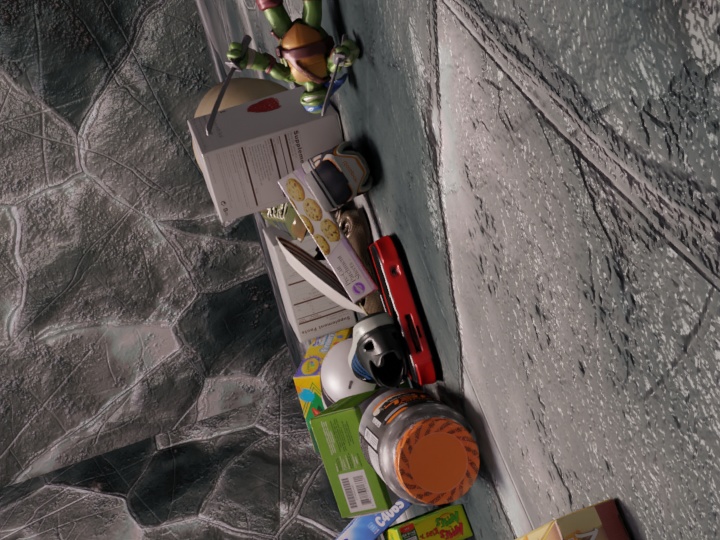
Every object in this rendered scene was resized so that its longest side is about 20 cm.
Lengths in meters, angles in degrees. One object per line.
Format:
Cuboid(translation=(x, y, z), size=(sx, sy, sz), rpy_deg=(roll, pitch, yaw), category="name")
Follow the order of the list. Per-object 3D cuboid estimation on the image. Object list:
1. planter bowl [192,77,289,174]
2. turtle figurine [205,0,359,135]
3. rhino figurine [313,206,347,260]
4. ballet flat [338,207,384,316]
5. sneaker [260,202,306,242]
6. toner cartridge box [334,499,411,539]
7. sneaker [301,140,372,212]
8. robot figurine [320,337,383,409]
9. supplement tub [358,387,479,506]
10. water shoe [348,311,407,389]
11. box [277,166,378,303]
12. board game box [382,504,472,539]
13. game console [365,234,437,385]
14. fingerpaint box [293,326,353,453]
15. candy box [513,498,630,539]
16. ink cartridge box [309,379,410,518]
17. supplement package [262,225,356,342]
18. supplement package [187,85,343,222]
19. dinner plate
Cuboid(translation=(-0.151, -0.216, 1.504), size=(0.135, 0.200, 0.200), rpy_deg=(7, 117, 50), category="planter bowl")
Cuboid(translation=(-0.080, -0.271, 1.074), size=(0.144, 0.200, 0.194), rpy_deg=(3, 111, 43), category="turtle figurine")
Cuboid(translation=(-0.045, -0.072, 1.452), size=(0.200, 0.060, 0.088), rpy_deg=(130, 140, -79), category="rhino figurine")
Cuboid(translation=(0.000, 0.000, 1.385), size=(0.067, 0.046, 0.200), rpy_deg=(-121, 16, -57), category="ballet flat")
Cuboid(translation=(-0.121, -0.091, 1.471), size=(0.200, 0.090, 0.067), rpy_deg=(-137, 68, -85), category="sneaker")
Cuboid(translation=(0.032, 0.377, 1.451), size=(0.043, 0.095, 0.200), rpy_deg=(44, 124, 9), category="toner cartridge box")
Cuboid(translation=(-0.028, -0.125, 1.231), size=(0.078, 0.079, 0.200), rpy_deg=(56, -177, -13), category="sneaker")
Cuboid(translation=(-0.003, 0.189, 1.531), size=(0.200, 0.125, 0.150), rpy_deg=(91, 154, -64), category="robot figurine")
Cuboid(translation=(0.072, 0.215, 1.140), size=(0.200, 0.122, 0.123), rpy_deg=(-178, 71, -79), category="supplement tub")
Cuboid(translation=(0.025, 0.129, 1.250), size=(0.200, 0.071, 0.079), rpy_deg=(79, 171, -63), category="water shoe")
Cuboid(translation=(-0.044, -0.049, 1.281), size=(0.200, 0.041, 0.039), rpy_deg=(59, -177, 3), category="box")
Cuboid(translation=(0.096, 0.393, 1.395), size=(0.200, 0.101, 0.048), rpy_deg=(106, 144, -73), category="board game box")
Cuboid(translation=(0.054, 0.054, 1.254), size=(0.177, 0.031, 0.200), rpy_deg=(150, 103, -86), category="game console")
Cuboid(translation=(-0.046, 0.211, 1.725), size=(0.200, 0.073, 0.167), rpy_deg=(-63, -37, -61), category="fingerpaint box")
Cuboid(translation=(0.186, 0.269, 0.786), size=(0.200, 0.055, 0.116), rpy_deg=(96, 155, -68), category="candy box")
Cuboid(translation=(0.023, 0.245, 1.335), size=(0.200, 0.076, 0.148), rpy_deg=(-22, -86, -66), category="ink cartridge box")
Cuboid(translation=(-0.094, 0.012, 1.736), size=(0.117, 0.117, 0.200), rpy_deg=(-130, 24, -64), category="supplement package")
Cuboid(translation=(-0.133, -0.174, 1.354), size=(0.121, 0.200, 0.120), rpy_deg=(-122, 16, -52), category="supplement package")
Cuboid(translation=(-0.061, 0.013, 1.491), size=(0.200, 0.024, 0.200), rpy_deg=(39, -177, -3), category="dinner plate")
